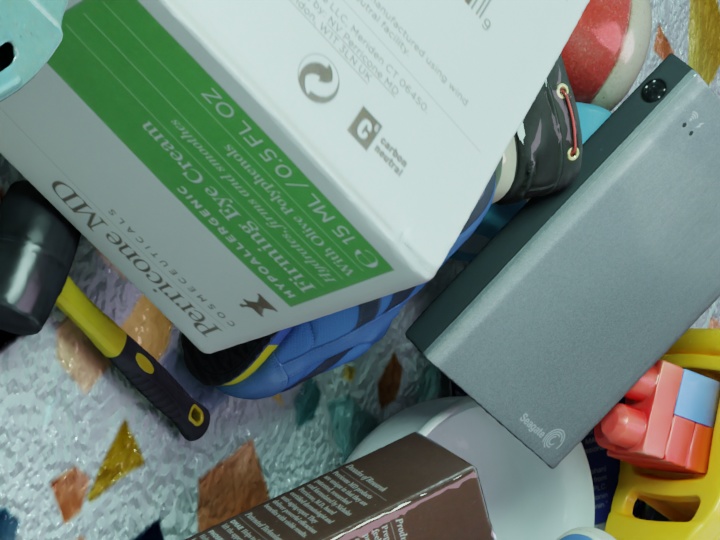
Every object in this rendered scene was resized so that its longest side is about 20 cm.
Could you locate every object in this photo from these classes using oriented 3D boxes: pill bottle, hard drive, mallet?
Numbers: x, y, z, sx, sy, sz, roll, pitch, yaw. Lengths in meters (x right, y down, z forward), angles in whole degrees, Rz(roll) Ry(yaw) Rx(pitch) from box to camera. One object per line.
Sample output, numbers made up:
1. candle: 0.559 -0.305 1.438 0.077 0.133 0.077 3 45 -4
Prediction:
1. pill bottle: 0.114 0.083 1.342 0.120 0.119 0.201 -26 116 -53
2. hard drive: 0.131 -0.001 1.156 0.200 0.033 0.140 -46 135 3
3. mallet: -0.125 0.040 1.044 0.066 0.041 0.200 -66 147 -29

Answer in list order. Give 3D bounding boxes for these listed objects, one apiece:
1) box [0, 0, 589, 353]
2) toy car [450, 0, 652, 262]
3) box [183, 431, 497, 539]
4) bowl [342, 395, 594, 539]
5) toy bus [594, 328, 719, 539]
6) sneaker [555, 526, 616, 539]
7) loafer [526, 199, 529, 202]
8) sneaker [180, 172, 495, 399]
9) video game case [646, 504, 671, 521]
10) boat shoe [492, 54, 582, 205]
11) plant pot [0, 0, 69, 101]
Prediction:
1. box: -0.043 -0.111 0.970 0.199 0.171 0.200 45 54 -20
2. toy car: 0.039 -0.137 1.205 0.199 0.177 0.185 22 59 -27
3. box: -0.029 0.169 1.088 0.199 0.075 0.101 -22 111 -19
4. bowl: 0.036 0.156 1.241 0.200 0.090 0.202 -15 111 -43
5. toy bus: 0.206 0.126 1.262 0.191 0.135 0.201 16 81 -32
6. sneaker: 0.092 0.243 1.200 0.111 0.076 0.201 -5 113 -54
7. loafer: 0.112 -0.045 1.290 0.200 0.071 0.063 -118 -156 -65
8. sneaker: 0.000 0.000 1.106 0.078 0.200 0.066 17 44 -50
9. video game case: 0.168 0.203 1.421 0.023 0.182 0.201 14 80 -13
10. boat shoe: 0.060 -0.132 1.100 0.063 0.074 0.203 -9 82 -35
11. plant pot: -0.208 -0.130 0.741 0.200 0.195 0.202 -10 102 -57
